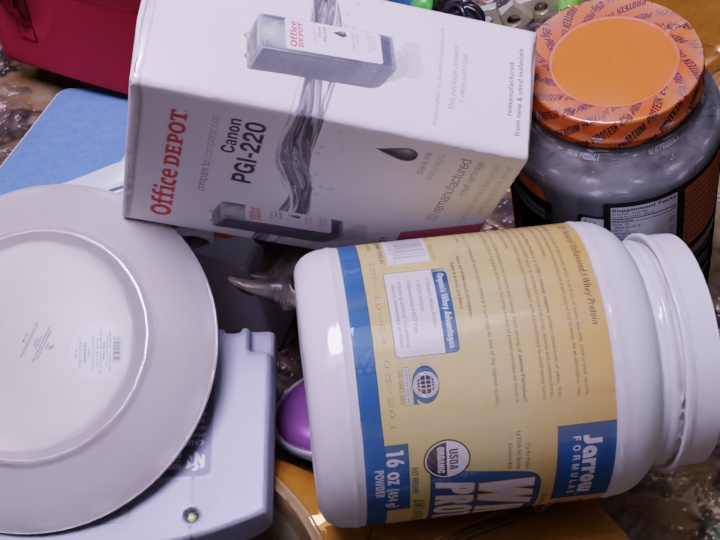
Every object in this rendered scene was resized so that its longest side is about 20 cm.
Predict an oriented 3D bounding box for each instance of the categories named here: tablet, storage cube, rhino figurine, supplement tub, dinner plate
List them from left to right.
[{"bbox_3d":[-0.178,0.043,0.655,0.200,0.024,0.201,-1,73,5],"label":"dinner plate"},{"bbox_3d":[-0.208,-0.081,0.892,0.130,0.014,0.200,2,40,16],"label":"tablet"},{"bbox_3d":[-0.180,-0.262,0.936,0.180,0.171,0.200,19,52,23],"label":"storage cube"},{"bbox_3d":[0.000,0.000,0.737,0.200,0.060,0.087,-7,34,-41],"label":"rhino figurine"},{"bbox_3d":[0.070,0.051,0.621,0.200,0.145,0.145,-6,52,-3],"label":"supplement tub"},{"bbox_3d":[0.150,-0.054,0.706,0.122,0.200,0.123,-6,52,8],"label":"supplement tub"}]

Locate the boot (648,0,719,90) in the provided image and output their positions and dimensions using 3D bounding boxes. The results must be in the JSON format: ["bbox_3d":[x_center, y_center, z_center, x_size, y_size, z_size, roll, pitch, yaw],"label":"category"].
[{"bbox_3d":[0.261,-0.183,0.848,0.144,0.071,0.201,35,72,28],"label":"boot"}]

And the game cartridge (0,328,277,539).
[{"bbox_3d":[-0.147,0.101,0.675,0.200,0.041,0.133,-3,56,4],"label":"game cartridge"}]

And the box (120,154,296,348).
[{"bbox_3d":[-0.083,-0.063,0.826,0.124,0.098,0.200,12,57,20],"label":"box"}]

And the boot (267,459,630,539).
[{"bbox_3d":[0.043,0.142,0.679,0.144,0.071,0.201,-30,43,-27],"label":"boot"}]

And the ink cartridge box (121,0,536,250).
[{"bbox_3d":[-0.024,-0.077,0.641,0.200,0.146,0.085,11,63,-8],"label":"ink cartridge box"}]

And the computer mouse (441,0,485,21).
[{"bbox_3d":[0.128,-0.112,0.834,0.200,0.110,0.044,27,40,15],"label":"computer mouse"}]

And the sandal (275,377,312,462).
[{"bbox_3d":[0.042,0.070,0.726,0.202,0.050,0.083,-6,44,9],"label":"sandal"}]

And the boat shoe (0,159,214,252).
[{"bbox_3d":[-0.179,0.002,0.718,0.202,0.075,0.086,-19,72,3],"label":"boat shoe"}]

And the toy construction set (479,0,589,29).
[{"bbox_3d":[0.131,-0.240,0.916,0.131,0.092,0.200,12,62,-9],"label":"toy construction set"}]

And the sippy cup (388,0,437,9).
[{"bbox_3d":[-0.024,-0.237,0.857,0.178,0.130,0.140,16,90,53],"label":"sippy cup"}]
